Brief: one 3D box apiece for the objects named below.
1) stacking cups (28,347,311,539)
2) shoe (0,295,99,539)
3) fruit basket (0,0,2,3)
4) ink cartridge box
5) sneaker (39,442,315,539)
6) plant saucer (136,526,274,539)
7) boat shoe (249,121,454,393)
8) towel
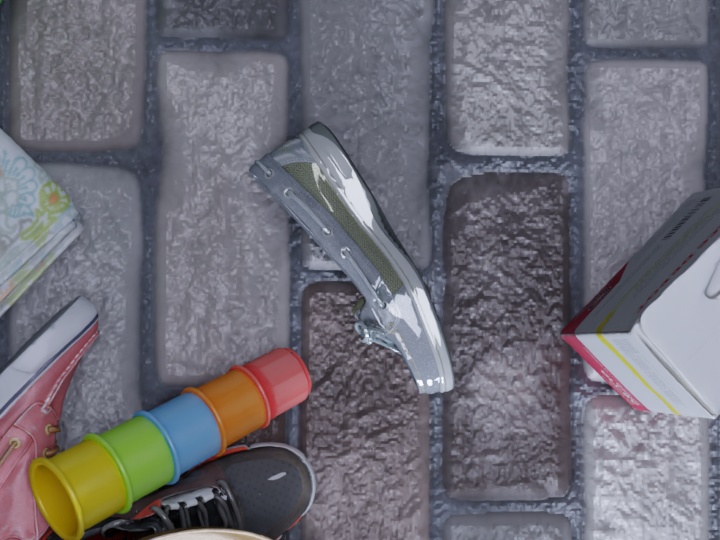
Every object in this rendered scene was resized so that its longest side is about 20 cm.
[{"bbox_3d":[-0.123,0.108,1.587,0.199,0.060,0.061,-29,92,-33],"label":"stacking cups"},{"bbox_3d":[-0.221,0.117,1.594,0.091,0.071,0.200,42,88,-6],"label":"shoe"},{"bbox_3d":[-0.294,-0.262,1.564,0.214,0.156,0.217,0,104,-1],"label":"fruit basket"},{"bbox_3d":[0.228,0.019,1.590,0.145,0.200,0.083,-44,94,-7],"label":"ink cartridge box"},{"bbox_3d":[-0.119,0.174,1.596,0.199,0.082,0.077,-23,91,-8],"label":"sneaker"},{"bbox_3d":[-0.120,0.236,1.578,0.199,0.036,0.201,-10,127,-13],"label":"plant saucer"},{"bbox_3d":[0.000,-0.001,1.626,0.065,0.074,0.203,-30,88,-2],"label":"boat shoe"},{"bbox_3d":[-0.304,-0.040,1.583,0.200,0.048,0.171,44,71,-1],"label":"towel"}]
